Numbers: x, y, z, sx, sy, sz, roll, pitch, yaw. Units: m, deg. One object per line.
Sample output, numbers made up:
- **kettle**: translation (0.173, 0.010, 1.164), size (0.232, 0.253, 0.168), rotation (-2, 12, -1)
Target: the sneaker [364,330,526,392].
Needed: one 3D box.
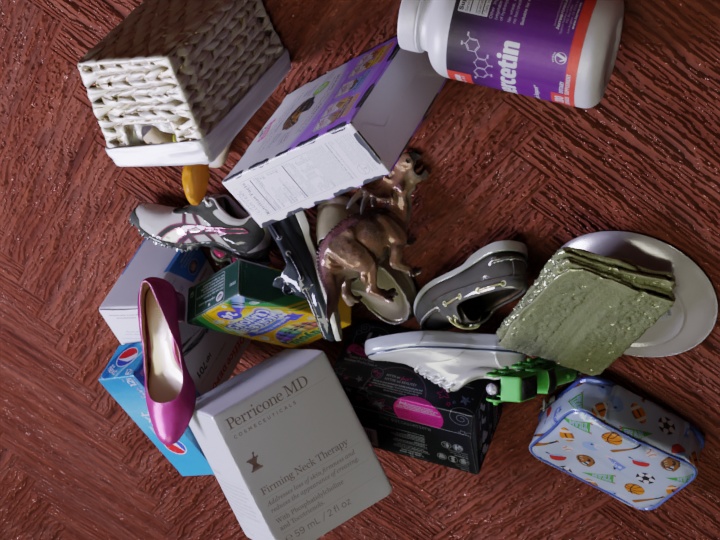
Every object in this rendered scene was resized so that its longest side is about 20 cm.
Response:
- **sneaker**: translation (0.103, 0.112, 1.559), size (0.199, 0.071, 0.073), rotation (0, 170, 8)

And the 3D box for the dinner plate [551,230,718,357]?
- **dinner plate**: translation (0.307, 0.036, 1.463), size (0.200, 0.024, 0.200), rotation (15, 139, 13)

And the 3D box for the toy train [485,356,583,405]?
- **toy train**: translation (0.208, 0.127, 1.509), size (0.056, 0.200, 0.042), rotation (0, 94, 31)

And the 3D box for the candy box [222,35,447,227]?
- **candy box**: translation (-0.027, -0.147, 1.342), size (0.200, 0.168, 0.072), rotation (-20, 120, 43)

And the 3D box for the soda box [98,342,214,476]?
- **soda box**: translation (-0.251, 0.183, 1.674), size (0.068, 0.064, 0.200), rotation (-9, 129, 34)

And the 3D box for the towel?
- **towel**: translation (0.253, 0.047, 1.443), size (0.148, 0.037, 0.200), rotation (18, 141, -9)

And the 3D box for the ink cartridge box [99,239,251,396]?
- **ink cartridge box**: translation (-0.244, 0.072, 1.717), size (0.086, 0.147, 0.200), rotation (-3, 132, 30)

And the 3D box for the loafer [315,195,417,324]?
- **loafer**: translation (0.000, 0.000, 1.562), size (0.076, 0.068, 0.200), rotation (-12, 126, 38)

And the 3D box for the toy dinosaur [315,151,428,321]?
- **toy dinosaur**: translation (0.001, -0.039, 1.461), size (0.136, 0.200, 0.086), rotation (53, 164, -25)

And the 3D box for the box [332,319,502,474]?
- **box**: translation (0.074, 0.163, 1.660), size (0.200, 0.115, 0.132), rotation (13, 139, 20)

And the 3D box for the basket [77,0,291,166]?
- **basket**: translation (-0.184, -0.214, 1.341), size (0.135, 0.200, 0.124), rotation (1, 129, 29)

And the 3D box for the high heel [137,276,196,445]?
- **high heel**: translation (-0.244, 0.110, 1.555), size (0.067, 0.201, 0.096), rotation (0, 168, 16)

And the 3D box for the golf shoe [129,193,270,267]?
- **golf shoe**: translation (-0.199, -0.063, 1.622), size (0.200, 0.077, 0.088), rotation (18, 112, 18)

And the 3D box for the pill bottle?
- **pill bottle**: translation (0.141, -0.226, 1.206), size (0.200, 0.113, 0.113), rotation (15, 139, 16)

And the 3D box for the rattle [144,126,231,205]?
- **rattle**: translation (-0.257, -0.156, 1.493), size (0.200, 0.143, 0.130), rotation (21, 159, -2)

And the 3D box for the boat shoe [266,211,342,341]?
- **boat shoe**: translation (-0.078, -0.003, 1.526), size (0.066, 0.075, 0.200), rotation (-19, 88, 1)

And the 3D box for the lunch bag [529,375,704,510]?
- **lunch bag**: translation (0.317, 0.219, 1.612), size (0.200, 0.076, 0.160), rotation (29, 143, -4)

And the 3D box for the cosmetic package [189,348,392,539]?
- **cosmetic package**: translation (-0.096, 0.224, 1.610), size (0.200, 0.167, 0.166), rotation (64, 161, -8)

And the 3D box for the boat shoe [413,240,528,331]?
- **boat shoe**: translation (0.129, 0.033, 1.517), size (0.072, 0.060, 0.202), rotation (11, 149, -30)

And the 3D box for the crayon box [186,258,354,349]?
- **crayon box**: translation (-0.101, 0.049, 1.611), size (0.200, 0.052, 0.126), rotation (15, 153, -34)
